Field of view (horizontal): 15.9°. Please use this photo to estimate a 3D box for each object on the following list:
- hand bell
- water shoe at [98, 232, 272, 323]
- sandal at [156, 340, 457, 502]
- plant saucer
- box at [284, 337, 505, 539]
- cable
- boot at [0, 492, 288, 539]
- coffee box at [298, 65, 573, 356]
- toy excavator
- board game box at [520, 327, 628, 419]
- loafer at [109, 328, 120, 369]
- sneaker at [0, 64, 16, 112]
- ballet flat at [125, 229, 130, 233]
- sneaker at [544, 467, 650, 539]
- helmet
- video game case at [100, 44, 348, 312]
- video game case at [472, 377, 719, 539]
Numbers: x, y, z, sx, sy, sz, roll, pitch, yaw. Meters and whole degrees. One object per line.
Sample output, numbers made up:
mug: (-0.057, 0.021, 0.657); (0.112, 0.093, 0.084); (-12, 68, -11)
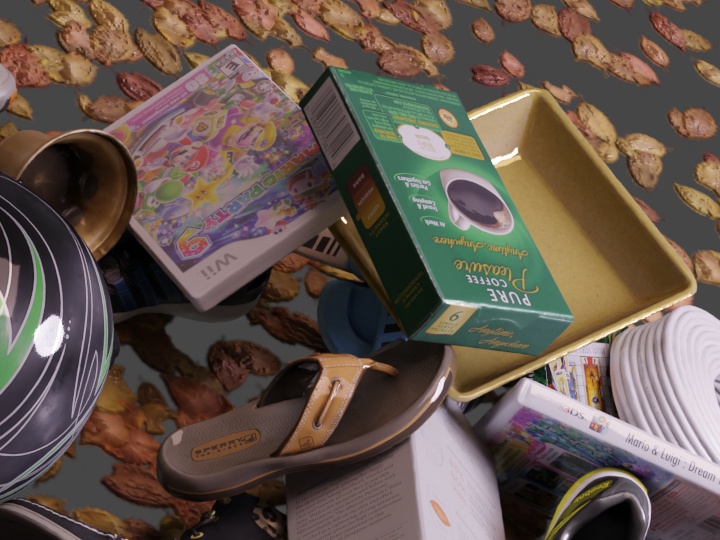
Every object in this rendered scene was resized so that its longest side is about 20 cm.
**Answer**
hand bell: (-0.248, -0.083, 1.754); (0.104, 0.105, 0.200); (-5, 27, -40)
water shoe: (-0.150, -0.011, 1.776); (0.199, 0.079, 0.072); (0, 46, -36)
sandal: (-0.036, 0.082, 1.593); (0.199, 0.055, 0.082); (-17, 35, 1)
plant saucer: (0.091, -0.010, 1.729); (0.199, 0.049, 0.200); (-23, 59, -22)
box: (0.024, 0.163, 1.626); (0.125, 0.097, 0.200); (53, 19, -32)
cable: (0.260, 0.121, 1.877); (0.200, 0.069, 0.200); (49, 27, -15)
boot: (-0.124, 0.181, 1.578); (0.203, 0.074, 0.154); (32, 31, 1)
coffee box: (0.046, -0.038, 1.655); (0.123, 0.044, 0.200); (8, 46, -44)
toy excavator: (0.000, 0.000, 1.815); (0.199, 0.195, 0.100); (12, 4, 10)
board game box: (0.156, 0.067, 1.845); (0.200, 0.023, 0.105); (5, 74, -66)
loafer: (-0.249, 0.021, 1.675); (0.200, 0.068, 0.070); (31, 71, 18)
sneaker: (-0.331, -0.180, 1.835); (0.199, 0.092, 0.076); (28, 37, -6)
ballet flat: (-0.129, -0.062, 1.882); (0.199, 0.068, 0.064); (-5, 21, -40)
sneaker: (0.121, 0.213, 1.621); (0.074, 0.201, 0.085); (25, -6, 3)
helmet: (-0.244, 0.044, 1.544); (0.191, 0.200, 0.200); (51, 39, 11)
video game case: (-0.096, -0.066, 1.743); (0.143, 0.018, 0.200); (-34, 44, -10)
video game case: (0.163, 0.140, 1.732); (0.181, 0.200, 0.024); (25, 70, -4)
